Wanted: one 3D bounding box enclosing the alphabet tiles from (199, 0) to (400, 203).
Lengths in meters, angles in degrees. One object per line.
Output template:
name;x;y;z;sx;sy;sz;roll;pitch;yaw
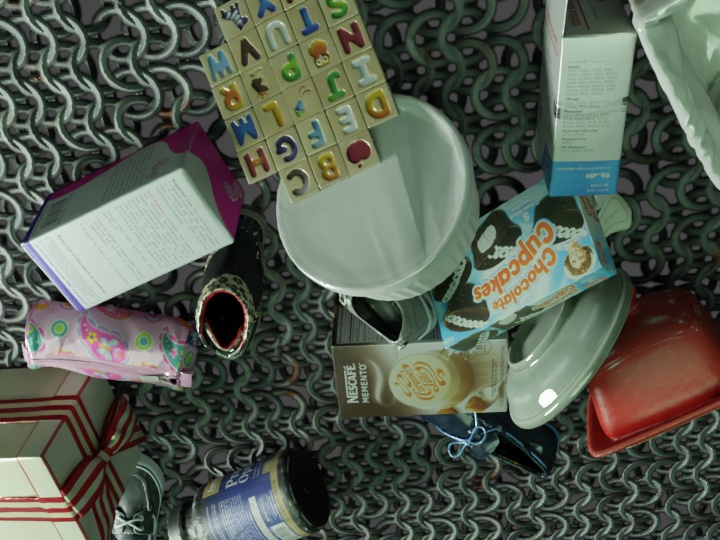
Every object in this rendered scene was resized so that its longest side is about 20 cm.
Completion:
alphabet tiles;-0.060;-0.176;0.910;0.165;0.006;0.202;-22;91;17

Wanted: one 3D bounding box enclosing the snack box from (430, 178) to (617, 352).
snack box;0.158;-0.008;0.994;0.199;0.117;0.037;-32;149;34

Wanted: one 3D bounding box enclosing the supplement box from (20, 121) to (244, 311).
supplement box;-0.233;-0.056;1.003;0.198;0.102;0.104;-23;122;18

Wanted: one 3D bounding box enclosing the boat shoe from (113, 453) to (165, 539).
boat shoe;-0.309;0.335;1.299;0.071;0.068;0.202;10;125;-5

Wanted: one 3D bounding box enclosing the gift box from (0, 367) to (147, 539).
gift box;-0.372;0.232;1.169;0.184;0.186;0.201;-5;129;16

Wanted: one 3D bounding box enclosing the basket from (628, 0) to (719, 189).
basket;0.349;-0.216;0.835;0.199;0.162;0.199;-29;119;19

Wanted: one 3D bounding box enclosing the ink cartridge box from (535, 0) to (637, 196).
ink cartridge box;0.207;-0.185;0.889;0.067;0.117;0.202;-1;126;3

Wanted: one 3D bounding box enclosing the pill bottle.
pill bottle;-0.149;0.316;1.254;0.198;0.112;0.112;-25;121;18

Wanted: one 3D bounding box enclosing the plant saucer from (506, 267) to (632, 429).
plant saucer;0.207;0.072;1.023;0.050;0.201;0.201;33;121;-7

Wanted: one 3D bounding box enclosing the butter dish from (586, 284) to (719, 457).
butter dish;0.314;0.083;1.054;0.199;0.199;0.149;-29;96;19

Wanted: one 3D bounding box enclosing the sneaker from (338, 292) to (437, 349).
sneaker;0.000;0.000;1.023;0.200;0.082;0.075;43;118;3

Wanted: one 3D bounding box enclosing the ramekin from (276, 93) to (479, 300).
ramekin;0.026;-0.063;0.940;0.201;0.204;0.094;-23;155;17

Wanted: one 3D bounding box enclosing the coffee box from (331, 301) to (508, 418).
coffee box;0.070;0.103;1.117;0.197;0.080;0.115;-3;125;4

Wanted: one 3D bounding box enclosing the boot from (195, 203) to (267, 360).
boot;-0.146;0.049;1.041;0.073;0.154;0.205;9;125;-5

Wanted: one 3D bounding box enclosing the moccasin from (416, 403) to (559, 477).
moccasin;0.158;0.199;1.177;0.198;0.069;0.081;19;146;-9

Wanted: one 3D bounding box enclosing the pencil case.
pencil case;-0.287;0.088;1.117;0.197;0.088;0.088;10;125;-4

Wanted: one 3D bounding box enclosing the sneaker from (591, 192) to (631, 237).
sneaker;0.209;-0.015;1.039;0.081;0.076;0.200;27;122;-27
